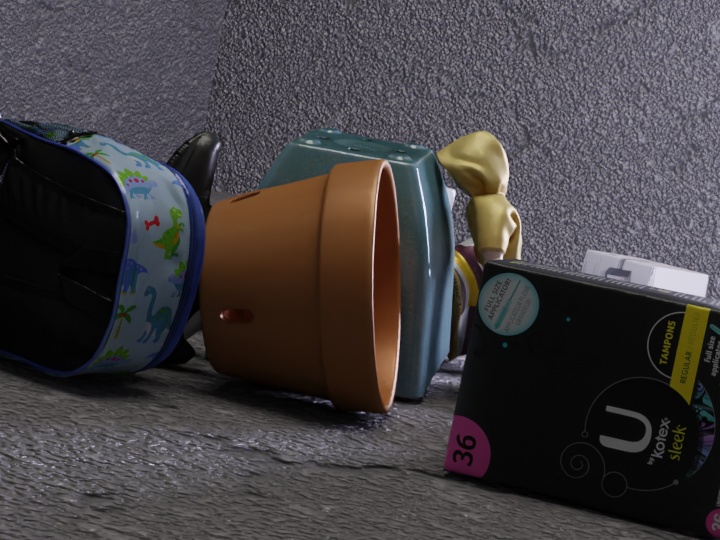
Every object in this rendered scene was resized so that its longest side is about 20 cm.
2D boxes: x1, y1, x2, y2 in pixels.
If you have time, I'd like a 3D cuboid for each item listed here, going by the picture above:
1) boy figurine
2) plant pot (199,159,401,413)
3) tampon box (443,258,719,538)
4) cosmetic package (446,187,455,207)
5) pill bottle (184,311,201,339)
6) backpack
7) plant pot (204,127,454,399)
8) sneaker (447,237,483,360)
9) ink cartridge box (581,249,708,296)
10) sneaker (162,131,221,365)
[{"bbox_3d":[0.117,-0.025,1.531,0.064,0.201,0.124,-12,7,6],"label":"boy figurine"},{"bbox_3d":[-0.046,0.012,1.339,0.139,0.201,0.200,0,3,8],"label":"plant pot"},{"bbox_3d":[0.177,0.083,1.177,0.199,0.151,0.126,12,4,14],"label":"tampon box"},{"bbox_3d":[0.033,-0.065,2.557,0.164,0.166,0.200,10,6,-10],"label":"cosmetic package"},{"bbox_3d":[-0.213,0.000,1.533,0.110,0.111,0.200,8,6,-28],"label":"pill bottle"},{"bbox_3d":[-0.206,-0.014,1.277,0.200,0.184,0.147,20,10,40],"label":"backpack"},{"bbox_3d":[-0.011,-0.019,1.526,0.196,0.201,0.196,11,12,9],"label":"plant pot"},{"bbox_3d":[0.119,0.026,1.733,0.090,0.075,0.200,-27,-19,-13],"label":"sneaker"},{"bbox_3d":[0.528,0.023,3.156,0.145,0.085,0.200,8,7,-32],"label":"ink cartridge box"},{"bbox_3d":[-0.146,-0.016,1.400,0.090,0.201,0.076,19,0,-6],"label":"sneaker"}]
